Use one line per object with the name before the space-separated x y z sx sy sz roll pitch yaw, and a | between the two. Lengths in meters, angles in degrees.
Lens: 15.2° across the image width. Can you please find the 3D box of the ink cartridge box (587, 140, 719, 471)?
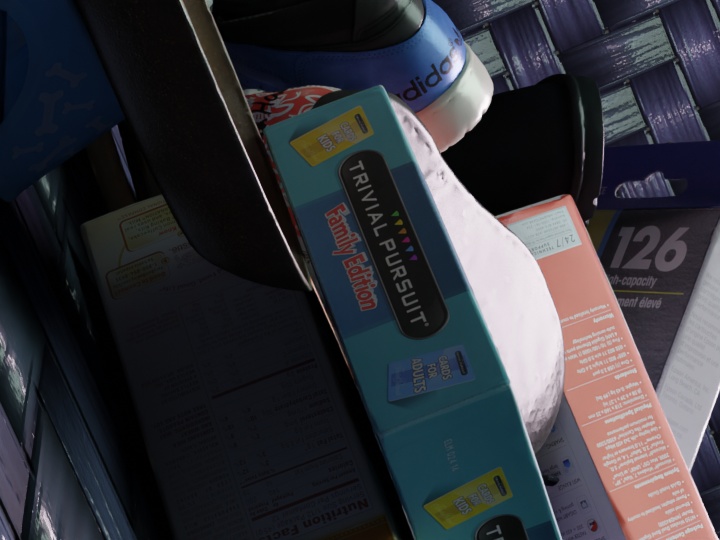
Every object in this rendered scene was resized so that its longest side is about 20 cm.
ink cartridge box | 0.102 0.018 1.287 0.047 0.200 0.197 31 -19 -32

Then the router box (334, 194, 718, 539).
router box | 0.054 0.085 1.203 0.200 0.049 0.180 -30 -100 53

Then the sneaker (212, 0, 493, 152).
sneaker | -0.044 -0.104 1.088 0.200 0.077 0.111 11 -37 51

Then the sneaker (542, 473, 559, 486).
sneaker | 0.011 0.080 1.123 0.079 0.129 0.200 72 -1 -83

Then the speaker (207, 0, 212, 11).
speaker | -0.125 -0.168 0.966 0.081 0.081 0.200 -110 177 -64

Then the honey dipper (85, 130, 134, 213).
honey dipper | -0.119 -0.094 1.071 0.038 0.038 0.200 63 9 -76

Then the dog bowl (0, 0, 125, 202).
dog bowl | -0.118 -0.104 0.796 0.200 0.049 0.112 67 1 -58

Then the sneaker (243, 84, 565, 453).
sneaker | 0.000 -0.001 1.065 0.201 0.108 0.067 54 53 -42

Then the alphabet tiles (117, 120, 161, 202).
alphabet tiles | -0.100 -0.070 1.152 0.200 0.006 0.167 -152 -133 -82

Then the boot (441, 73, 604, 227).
boot | 0.003 -0.042 1.231 0.200 0.168 0.077 153 -63 -69

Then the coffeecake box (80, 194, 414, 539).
coffeecake box | -0.023 0.087 0.956 0.154 0.073 0.200 69 0 -49

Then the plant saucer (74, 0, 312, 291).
plant saucer | -0.065 -0.081 0.834 0.200 0.032 0.201 -23 90 -89

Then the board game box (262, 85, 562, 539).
board game box | 0.031 0.059 0.936 0.200 0.047 0.151 70 -1 -45
